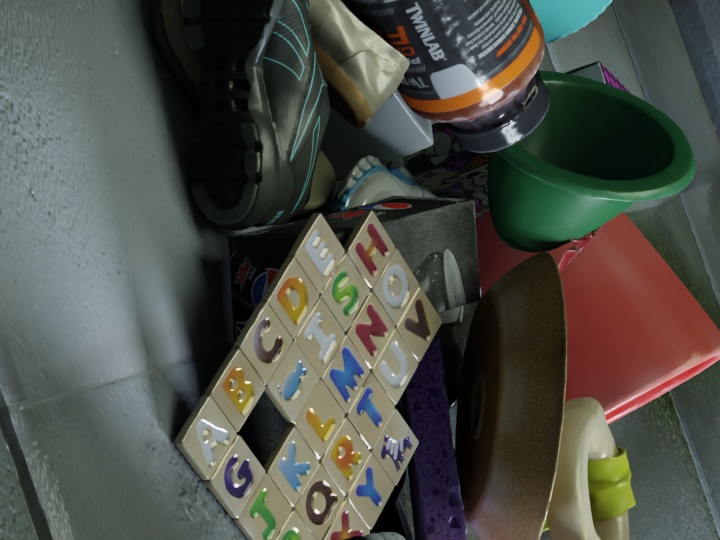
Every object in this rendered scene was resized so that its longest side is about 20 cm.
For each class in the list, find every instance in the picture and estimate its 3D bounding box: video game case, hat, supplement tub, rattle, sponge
[{"bbox_3d":[0.137,-0.094,1.847,0.200,0.181,0.036,29,43,-66],"label":"video game case"},{"bbox_3d":[0.128,-0.026,1.688,0.200,0.176,0.166,-18,45,-43],"label":"hat"},{"bbox_3d":[0.053,-0.170,1.523,0.200,0.107,0.107,57,22,-35],"label":"supplement tub"},{"bbox_3d":[0.104,0.175,1.522,0.200,0.142,0.130,-72,164,-48],"label":"rattle"},{"bbox_3d":[0.048,0.152,1.466,0.112,0.030,0.200,87,-3,-56],"label":"sponge"}]

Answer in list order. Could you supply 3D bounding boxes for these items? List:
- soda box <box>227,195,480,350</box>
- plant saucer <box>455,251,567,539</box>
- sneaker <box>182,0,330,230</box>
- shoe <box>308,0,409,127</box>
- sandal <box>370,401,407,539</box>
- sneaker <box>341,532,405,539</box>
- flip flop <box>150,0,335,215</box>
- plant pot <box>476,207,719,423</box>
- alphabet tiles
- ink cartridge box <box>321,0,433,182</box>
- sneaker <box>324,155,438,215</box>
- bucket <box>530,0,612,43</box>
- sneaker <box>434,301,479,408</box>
[{"bbox_3d":[0.000,0.000,1.424,0.200,0.063,0.071,-16,104,-58],"label":"soda box"},{"bbox_3d":[0.089,0.086,1.459,0.200,0.035,0.201,-174,-90,-82],"label":"plant saucer"},{"bbox_3d":[-0.060,-0.123,1.398,0.079,0.075,0.201,4,90,-54],"label":"sneaker"},{"bbox_3d":[-0.051,-0.178,1.481,0.200,0.053,0.070,46,-4,-2],"label":"shoe"},{"bbox_3d":[0.011,0.115,1.463,0.075,0.045,0.201,-15,85,-73],"label":"sandal"},{"bbox_3d":[-0.042,0.198,1.176,0.200,0.115,0.075,103,-12,-48],"label":"sneaker"},{"bbox_3d":[-0.063,-0.111,1.464,0.200,0.057,0.081,56,22,-38],"label":"flip flop"},{"bbox_3d":[0.152,0.032,1.768,0.178,0.200,0.200,62,16,9],"label":"plant pot"},{"bbox_3d":[-0.017,0.072,1.331,0.200,0.008,0.167,-59,134,-30],"label":"alphabet tiles"},{"bbox_3d":[-0.023,-0.188,1.626,0.147,0.083,0.200,48,27,-50],"label":"ink cartridge box"},{"bbox_3d":[0.032,-0.027,1.581,0.087,0.075,0.200,32,14,13],"label":"sneaker"},{"bbox_3d":[0.098,-0.262,1.610,0.207,0.207,0.135,55,30,-40],"label":"bucket"},{"bbox_3d":[0.049,0.052,1.626,0.200,0.066,0.091,-25,113,-82],"label":"sneaker"}]
